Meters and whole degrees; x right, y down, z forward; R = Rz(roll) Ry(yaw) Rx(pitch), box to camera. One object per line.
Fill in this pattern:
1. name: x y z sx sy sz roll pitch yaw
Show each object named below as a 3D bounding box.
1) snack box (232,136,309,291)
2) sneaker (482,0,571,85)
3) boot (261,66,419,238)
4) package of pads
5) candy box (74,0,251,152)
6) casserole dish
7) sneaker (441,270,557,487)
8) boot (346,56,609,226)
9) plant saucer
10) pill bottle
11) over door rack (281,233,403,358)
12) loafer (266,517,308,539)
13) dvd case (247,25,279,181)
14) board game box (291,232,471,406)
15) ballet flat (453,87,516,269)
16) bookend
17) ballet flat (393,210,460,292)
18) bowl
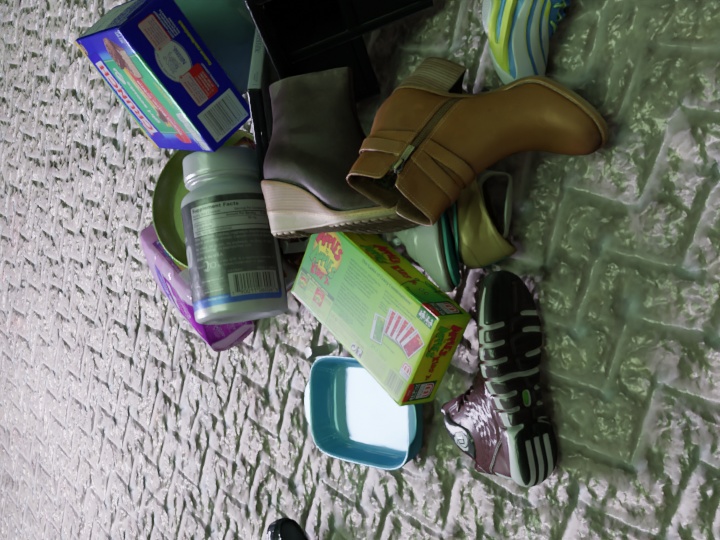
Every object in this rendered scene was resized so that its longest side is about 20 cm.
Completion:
1. snack box: -0.123 -0.073 1.060 0.072 0.024 0.200 -37 74 14
2. sneaker: 0.166 -0.259 0.727 0.105 0.076 0.201 0 101 39
3. boot: -0.013 -0.121 0.805 0.199 0.072 0.167 -3 83 29
4. package of pads: -0.239 0.018 1.184 0.200 0.076 0.121 39 154 43
5. candy box: -0.236 -0.229 0.972 0.169 0.077 0.200 54 161 -27
6. casserole dish: 0.007 0.160 0.950 0.200 0.039 0.122 -2 89 49
7. sneaker: 0.116 0.105 0.793 0.115 0.075 0.201 -14 81 52
8. boot: 0.099 -0.104 0.718 0.200 0.155 0.077 25 153 17
9. plant saucer: -0.184 -0.091 1.111 0.199 0.031 0.201 -2 79 12
10. pill bottle: -0.156 -0.041 0.996 0.114 0.114 0.201 -18 78 49
11. over door rack: 0.000 0.000 0.932 0.200 0.066 0.148 -29 69 46
12. loafer: -0.053 0.393 1.007 0.070 0.068 0.201 -42 64 33
13. dvd case: -0.111 -0.218 0.984 0.143 0.017 0.200 87 -179 -49
14. board game box: 0.014 0.033 0.831 0.200 0.048 0.102 43 121 39
15. ballet flat: 0.116 -0.103 0.810 0.063 0.069 0.201 -10 85 23
16. bookend: -0.006 -0.268 0.886 0.200 0.198 0.092 67 -177 -50
17. ballet flat: 0.061 -0.067 0.837 0.069 0.069 0.201 -29 57 46
18. bowl: -0.184 -0.341 1.077 0.105 0.201 0.201 -36 62 21
